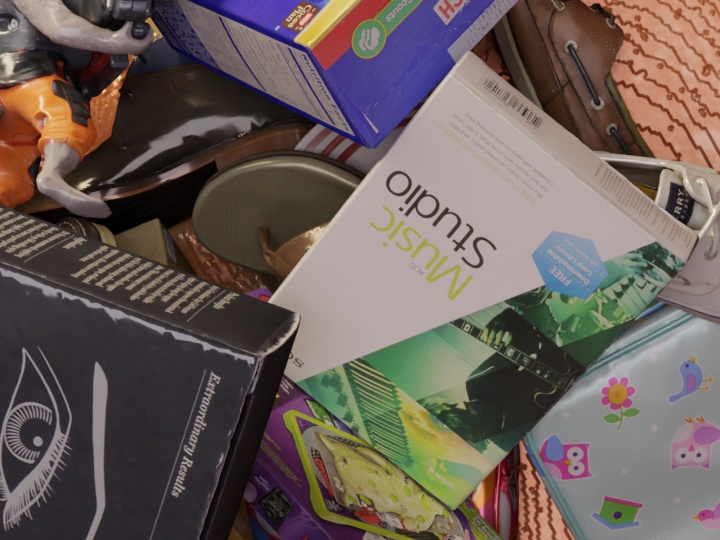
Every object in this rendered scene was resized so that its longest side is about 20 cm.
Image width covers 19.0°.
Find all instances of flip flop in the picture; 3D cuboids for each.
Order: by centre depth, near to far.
[{"bbox_3d":[0.000,0.000,1.131,0.200,0.058,0.081,26,126,12],"label":"flip flop"}]

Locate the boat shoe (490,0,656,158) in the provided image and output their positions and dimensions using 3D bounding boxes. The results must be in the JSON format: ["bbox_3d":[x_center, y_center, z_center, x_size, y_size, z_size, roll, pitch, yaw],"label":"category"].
[{"bbox_3d":[0.111,-0.120,1.171,0.068,0.072,0.200,-19,102,8],"label":"boat shoe"}]

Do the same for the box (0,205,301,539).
[{"bbox_3d":[-0.147,0.063,0.997,0.200,0.104,0.148,21,102,4],"label":"box"}]

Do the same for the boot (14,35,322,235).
[{"bbox_3d":[-0.119,-0.077,1.206,0.200,0.075,0.097,-13,72,7],"label":"boot"}]

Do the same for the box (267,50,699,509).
[{"bbox_3d":[0.050,0.010,1.062,0.144,0.036,0.200,39,124,0],"label":"box"}]

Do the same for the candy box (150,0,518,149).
[{"bbox_3d":[-0.007,-0.168,1.098,0.169,0.200,0.077,-46,130,-12],"label":"candy box"}]

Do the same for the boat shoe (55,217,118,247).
[{"bbox_3d":[-0.206,0.050,1.138,0.065,0.073,0.200,34,95,-37],"label":"boat shoe"}]

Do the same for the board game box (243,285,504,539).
[{"bbox_3d":[-0.019,0.096,1.092,0.200,0.120,0.032,46,123,14],"label":"board game box"}]

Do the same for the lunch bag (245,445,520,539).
[{"bbox_3d":[-0.002,0.166,1.189,0.176,0.082,0.200,1,90,10],"label":"lunch bag"}]

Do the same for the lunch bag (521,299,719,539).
[{"bbox_3d":[0.186,0.067,1.141,0.200,0.077,0.160,-29,110,5],"label":"lunch bag"}]

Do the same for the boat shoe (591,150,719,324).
[{"bbox_3d":[0.157,-0.022,1.059,0.200,0.070,0.071,17,81,14],"label":"boat shoe"}]

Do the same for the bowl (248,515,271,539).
[{"bbox_3d":[-0.107,0.213,1.174,0.201,0.039,0.201,0,90,39],"label":"bowl"}]

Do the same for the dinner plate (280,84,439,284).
[{"bbox_3d":[0.049,-0.016,1.166,0.200,0.024,0.200,7,125,10],"label":"dinner plate"}]

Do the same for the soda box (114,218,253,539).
[{"bbox_3d":[-0.112,0.071,1.143,0.068,0.064,0.200,-22,46,7],"label":"soda box"}]

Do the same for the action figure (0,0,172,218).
[{"bbox_3d":[-0.161,-0.112,1.090,0.105,0.200,0.194,11,64,-24],"label":"action figure"}]
